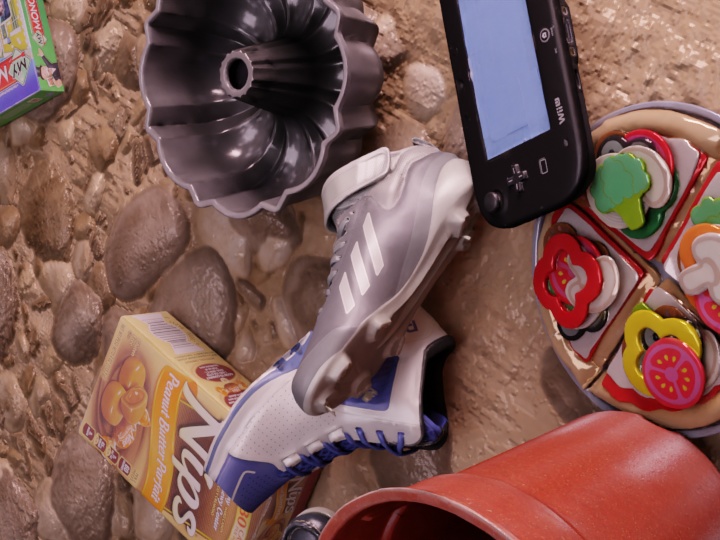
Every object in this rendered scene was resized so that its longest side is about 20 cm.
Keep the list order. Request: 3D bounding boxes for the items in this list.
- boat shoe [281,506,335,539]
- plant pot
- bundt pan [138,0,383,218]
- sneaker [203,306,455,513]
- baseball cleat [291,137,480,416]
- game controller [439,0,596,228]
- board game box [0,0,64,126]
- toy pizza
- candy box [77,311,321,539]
[{"bbox_3d":[-0.015,0.255,0.889,0.075,0.062,0.200,-22,80,39],"label":"boat shoe"},{"bbox_3d":[0.109,0.181,0.772,0.201,0.195,0.201,18,117,39],"label":"plant pot"},{"bbox_3d":[-0.063,-0.139,0.971,0.202,0.076,0.202,5,98,38],"label":"bundt pan"},{"bbox_3d":[-0.006,0.099,0.923,0.115,0.081,0.199,42,93,21],"label":"sneaker"},{"bbox_3d":[0.000,0.000,0.888,0.106,0.200,0.070,30,158,24],"label":"baseball cleat"},{"bbox_3d":[0.094,-0.130,0.845,0.104,0.042,0.200,150,112,-63],"label":"game controller"},{"bbox_3d":[-0.350,-0.191,1.230,0.200,0.029,0.135,-20,81,39],"label":"board game box"},{"bbox_3d":[0.172,0.001,0.803,0.200,0.032,0.201,9,102,48],"label":"toy pizza"},{"bbox_3d":[-0.126,0.133,1.062,0.200,0.055,0.116,37,115,31],"label":"candy box"}]
